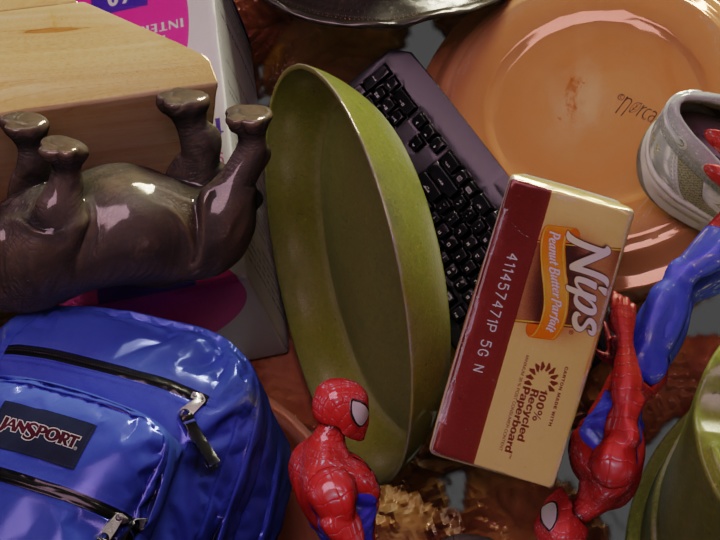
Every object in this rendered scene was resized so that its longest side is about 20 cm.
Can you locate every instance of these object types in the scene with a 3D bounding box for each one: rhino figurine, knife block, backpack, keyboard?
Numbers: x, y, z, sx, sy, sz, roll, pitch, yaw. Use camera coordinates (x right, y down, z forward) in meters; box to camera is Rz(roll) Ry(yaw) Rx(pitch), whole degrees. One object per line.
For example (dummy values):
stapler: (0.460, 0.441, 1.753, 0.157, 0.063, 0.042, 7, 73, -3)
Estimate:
rhino figurine: (-0.136, -0.023, 0.861, 0.200, 0.088, 0.060, -10, 29, -17)
knife block: (-0.189, -0.061, 0.889, 0.200, 0.064, 0.176, 24, 50, 10)
backpack: (-0.116, 0.114, 0.857, 0.162, 0.168, 0.200, 15, 63, 12)
keyboard: (0.034, -0.012, 0.974, 0.104, 0.040, 0.200, -41, 69, 14)

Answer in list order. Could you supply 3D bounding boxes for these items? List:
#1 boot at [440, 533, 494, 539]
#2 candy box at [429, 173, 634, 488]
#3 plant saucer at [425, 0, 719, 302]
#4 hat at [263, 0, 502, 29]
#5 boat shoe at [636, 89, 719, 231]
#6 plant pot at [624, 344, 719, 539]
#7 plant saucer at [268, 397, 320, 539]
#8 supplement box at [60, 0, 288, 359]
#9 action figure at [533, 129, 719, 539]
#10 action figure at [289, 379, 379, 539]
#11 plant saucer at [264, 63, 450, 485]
boot: (0.066, 0.192, 0.840, 0.068, 0.131, 0.200, -18, 63, 3)
candy box: (0.076, 0.019, 0.844, 0.055, 0.200, 0.116, 17, 94, 4)
plant saucer: (0.125, -0.078, 1.010, 0.200, 0.032, 0.200, -4, 66, 9)
hat: (0.005, -0.218, 1.034, 0.200, 0.081, 0.201, 7, 43, -7)
boat shoe: (0.233, -0.030, 0.931, 0.202, 0.065, 0.074, 26, 73, 4)
plant pot: (0.208, 0.096, 0.823, 0.200, 0.190, 0.200, -4, 65, 9)
plant saucer: (-0.099, 0.148, 0.948, 0.200, 0.037, 0.200, -4, 64, 9)
supplement box: (-0.105, -0.055, 1.008, 0.101, 0.103, 0.200, -11, 65, 5)
action figure: (0.127, 0.036, 0.859, 0.052, 0.065, 0.200, 22, 75, 11)
action figure: (-0.003, 0.144, 0.856, 0.052, 0.065, 0.200, -9, 105, -10)
plant saucer: (0.000, 0.000, 0.906, 0.031, 0.200, 0.200, -11, 62, -18)
